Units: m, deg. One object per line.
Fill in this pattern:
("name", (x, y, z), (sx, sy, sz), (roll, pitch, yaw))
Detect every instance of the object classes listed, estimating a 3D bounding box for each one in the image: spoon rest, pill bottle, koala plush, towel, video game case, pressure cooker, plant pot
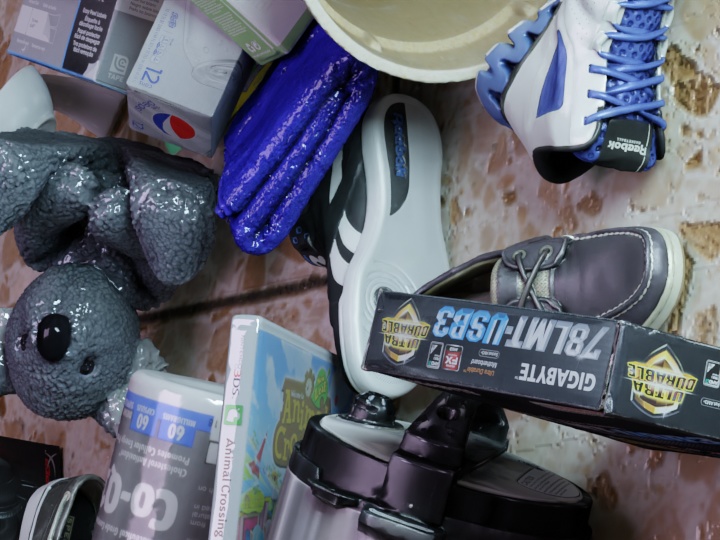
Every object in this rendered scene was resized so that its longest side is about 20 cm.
("spoon rest", (-0.240, -0.109, 1.899), (0.060, 0.200, 0.100), (30, 108, 11))
("pill bottle", (-0.116, 0.173, 1.682), (0.114, 0.113, 0.201), (14, 91, 56))
("koala plush", (-0.188, 0.014, 1.805), (0.184, 0.176, 0.201), (-51, -27, -79))
("towel", (-0.044, -0.098, 1.644), (0.148, 0.049, 0.200), (-59, 11, 11))
("video game case", (-0.042, 0.133, 1.535), (0.022, 0.200, 0.183), (2, 80, 19))
("pressure cooker", (0.032, 0.158, 1.411), (0.176, 0.178, 0.201), (23, 99, 59))
("plant pot", (0.021, -0.225, 1.573), (0.183, 0.199, 0.202), (31, 105, 67))

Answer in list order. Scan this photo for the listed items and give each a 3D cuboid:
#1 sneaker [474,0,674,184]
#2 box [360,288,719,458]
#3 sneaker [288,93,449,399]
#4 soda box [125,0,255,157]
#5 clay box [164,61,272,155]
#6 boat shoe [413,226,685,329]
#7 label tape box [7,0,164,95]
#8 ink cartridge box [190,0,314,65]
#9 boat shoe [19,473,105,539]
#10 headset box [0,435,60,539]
("sneaker", (0.145, -0.120, 1.440), (0.200, 0.080, 0.116), (-58, 41, 37))
("box", (0.135, 0.057, 1.273), (0.200, 0.198, 0.050), (5, 83, 56))
("sneaker", (0.000, 0.000, 1.618), (0.112, 0.073, 0.201), (-31, 46, 51))
("soda box", (-0.089, -0.181, 1.733), (0.068, 0.063, 0.201), (97, -166, -67))
("clay box", (-0.106, -0.184, 1.848), (0.115, 0.047, 0.201), (-43, 47, 38))
("boat shoe", (0.098, 0.017, 1.462), (0.200, 0.065, 0.072), (-17, 64, 52))
("label tape box", (-0.169, -0.232, 1.857), (0.143, 0.066, 0.201), (22, 97, 55))
("ink cartridge box", (-0.086, -0.252, 1.665), (0.146, 0.200, 0.048), (-55, 18, -21))
("boat shoe", (-0.213, 0.241, 1.840), (0.064, 0.070, 0.201), (-21, 61, 53))
("headset box", (-0.320, 0.191, 1.900), (0.075, 0.199, 0.150), (-33, 52, 46))
